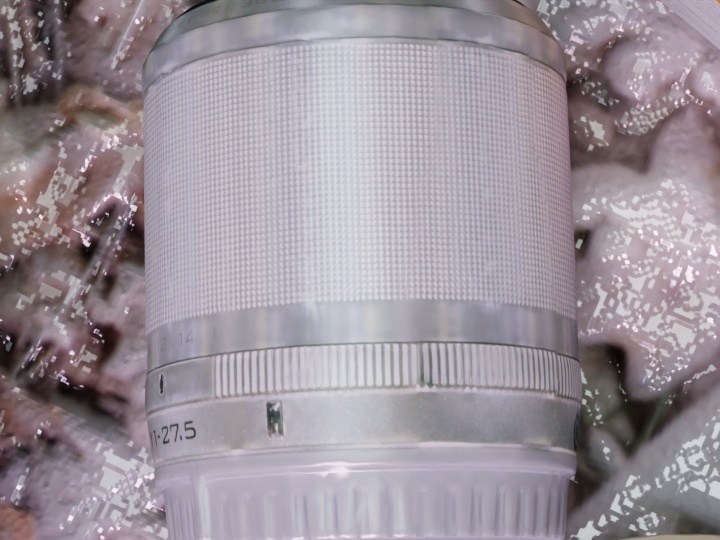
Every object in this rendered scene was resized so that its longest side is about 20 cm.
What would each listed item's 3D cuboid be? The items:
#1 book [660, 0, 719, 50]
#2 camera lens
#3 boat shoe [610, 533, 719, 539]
[{"bbox_3d":[0.159,-0.102,0.703,0.134,0.200,0.048,44,86,10],"label":"book"},{"bbox_3d":[0.000,0.000,0.721,0.158,0.160,0.202,-3,80,5],"label":"camera lens"},{"bbox_3d":[0.119,0.135,0.731,0.198,0.075,0.069,-9,74,3],"label":"boat shoe"}]
